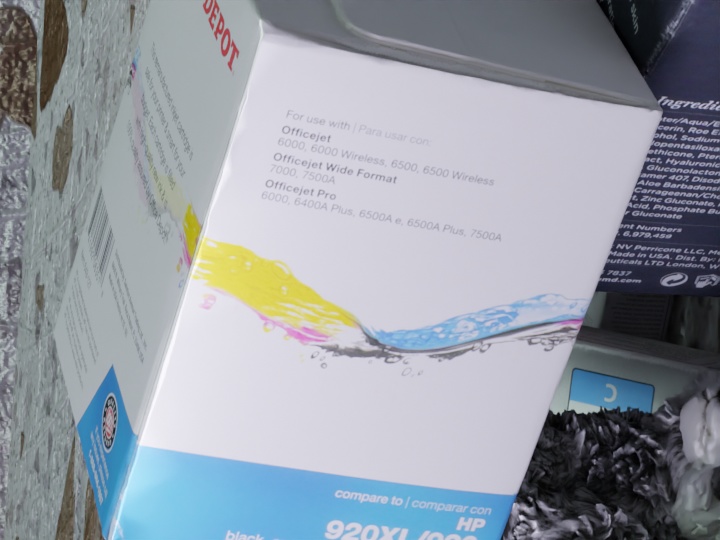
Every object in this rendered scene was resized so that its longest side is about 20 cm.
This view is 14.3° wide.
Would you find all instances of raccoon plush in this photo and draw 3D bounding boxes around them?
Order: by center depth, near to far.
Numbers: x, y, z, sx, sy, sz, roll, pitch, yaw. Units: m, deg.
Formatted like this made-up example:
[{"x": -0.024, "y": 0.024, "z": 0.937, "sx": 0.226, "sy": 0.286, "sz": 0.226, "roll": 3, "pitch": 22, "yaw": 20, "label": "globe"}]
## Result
[{"x": 0.109, "y": 0.098, "z": 1.092, "sx": 0.200, "sy": 0.134, "sz": 0.097, "roll": 106, "pitch": 157, "yaw": -68, "label": "raccoon plush"}]

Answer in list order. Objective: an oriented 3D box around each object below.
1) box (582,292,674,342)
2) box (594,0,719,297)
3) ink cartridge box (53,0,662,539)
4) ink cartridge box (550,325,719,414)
[{"x": 0.101, "y": 0.004, "z": 1.294, "sx": 0.144, "sy": 0.036, "sz": 0.200, "roll": -120, "pitch": 38, "yaw": -64, "label": "box"}, {"x": 0.130, "y": -0.122, "z": 1.057, "sx": 0.200, "sy": 0.117, "sz": 0.197, "roll": 115, "pitch": 155, "yaw": -55, "label": "box"}, {"x": -0.007, "y": -0.016, "z": 1.004, "sx": 0.147, "sy": 0.145, "sz": 0.200, "roll": -112, "pitch": 36, "yaw": -58, "label": "ink cartridge box"}, {"x": 0.061, "y": 0.107, "z": 1.192, "sx": 0.200, "sy": 0.045, "sz": 0.176, "roll": 11, "pitch": 99, "yaw": 38, "label": "ink cartridge box"}]
